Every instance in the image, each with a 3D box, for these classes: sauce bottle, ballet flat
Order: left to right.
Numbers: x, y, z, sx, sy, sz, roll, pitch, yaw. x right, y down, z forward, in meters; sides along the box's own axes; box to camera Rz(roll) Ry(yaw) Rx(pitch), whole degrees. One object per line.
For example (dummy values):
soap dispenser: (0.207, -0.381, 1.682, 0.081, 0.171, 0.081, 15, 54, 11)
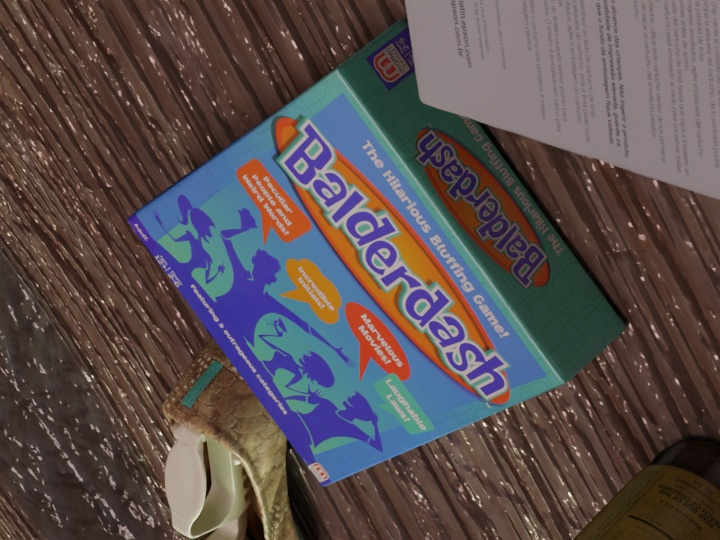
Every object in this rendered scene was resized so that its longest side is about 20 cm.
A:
ballet flat: (-0.067, 0.119, 1.205, 0.070, 0.065, 0.200, 25, 139, 34)
sauce bottle: (0.082, 0.146, 0.932, 0.065, 0.200, 0.065, 32, 145, 26)

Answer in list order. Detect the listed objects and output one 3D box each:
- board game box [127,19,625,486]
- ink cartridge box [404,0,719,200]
board game box: (0.000, 0.000, 1.029, 0.152, 0.045, 0.200, 54, 146, -4)
ink cartridge box: (0.092, -0.121, 0.807, 0.200, 0.043, 0.197, 20, 135, 35)
